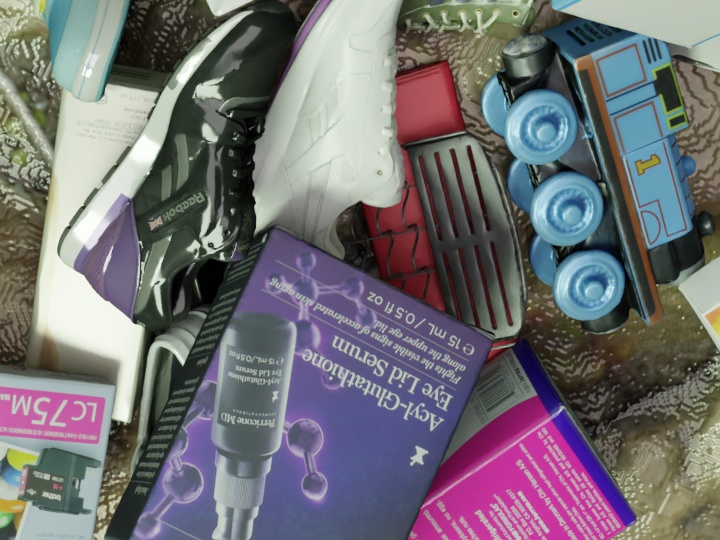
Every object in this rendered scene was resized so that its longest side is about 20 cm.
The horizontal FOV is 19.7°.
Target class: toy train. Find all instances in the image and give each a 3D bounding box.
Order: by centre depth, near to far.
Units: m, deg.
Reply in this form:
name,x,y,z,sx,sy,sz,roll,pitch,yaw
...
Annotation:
name,x,y,z,sx,sy,sz,roll,pitch,yaw
toy train,0.149,-0.060,1.259,0.113,0.087,0.201,-21,113,-3

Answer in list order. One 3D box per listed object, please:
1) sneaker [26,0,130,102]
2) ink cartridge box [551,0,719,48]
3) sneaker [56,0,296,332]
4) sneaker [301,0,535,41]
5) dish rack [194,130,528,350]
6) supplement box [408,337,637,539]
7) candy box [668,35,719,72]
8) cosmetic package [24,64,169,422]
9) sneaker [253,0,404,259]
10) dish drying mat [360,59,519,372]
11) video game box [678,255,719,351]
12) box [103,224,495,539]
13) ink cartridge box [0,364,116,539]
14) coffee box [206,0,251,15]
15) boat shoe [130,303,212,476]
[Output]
name,x,y,z,sx,sy,sz,roll,pitch,yaw
sneaker,-0.195,-0.182,1.180,0.129,0.201,0.080,10,137,-15
ink cartridge box,0.181,-0.248,1.155,0.124,0.128,0.202,7,71,-40
sneaker,-0.079,-0.054,1.145,0.087,0.076,0.201,42,114,12
sneaker,0.070,-0.171,1.252,0.199,0.067,0.090,-32,96,1
dish rack,0.000,0.000,1.276,0.198,0.055,0.155,-12,102,13
supplement box,0.055,0.153,1.291,0.199,0.101,0.104,-33,114,5
candy box,0.270,-0.205,1.203,0.071,0.167,0.202,2,104,-39
cosmetic package,-0.154,-0.020,1.256,0.070,0.105,0.202,9,99,-2
sneaker,-0.003,-0.097,1.204,0.099,0.075,0.201,28,109,0
dish drying mat,0.044,-0.026,1.306,0.076,0.018,0.202,-15,101,1
video game box,0.323,0.023,1.285,0.199,0.047,0.183,-35,119,4
box,-0.037,0.098,1.176,0.147,0.104,0.201,26,79,-11
ink cartridge box,-0.213,0.155,1.182,0.118,0.042,0.202,8,95,-27
coffee box,-0.028,-0.280,1.161,0.198,0.198,0.201,-24,100,3
boat shoe,-0.113,0.118,1.280,0.073,0.065,0.202,18,118,32
